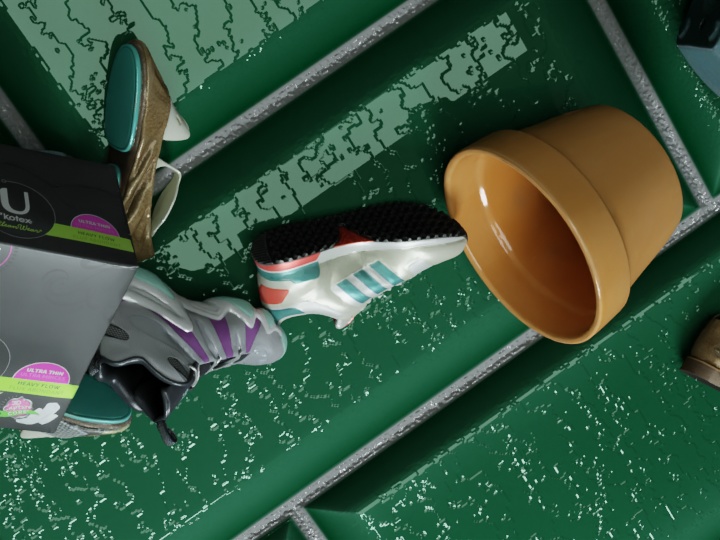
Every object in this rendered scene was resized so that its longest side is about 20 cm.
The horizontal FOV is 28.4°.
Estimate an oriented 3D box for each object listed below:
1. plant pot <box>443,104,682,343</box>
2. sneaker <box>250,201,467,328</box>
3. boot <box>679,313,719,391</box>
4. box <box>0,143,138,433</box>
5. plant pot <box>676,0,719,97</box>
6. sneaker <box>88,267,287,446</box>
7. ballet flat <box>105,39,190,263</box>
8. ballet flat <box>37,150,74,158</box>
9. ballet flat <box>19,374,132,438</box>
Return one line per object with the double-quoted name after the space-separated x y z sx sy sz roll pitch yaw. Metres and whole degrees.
0.191 -0.055 1.268 0.140 0.200 0.201 -34 110 -20 "plant pot"
0.000 0.000 1.298 0.199 0.070 0.094 -10 124 -14 "sneaker"
0.420 0.110 1.427 0.199 0.074 0.076 28 86 -17 "boot"
-0.286 0.014 1.137 0.148 0.125 0.200 10 128 -31 "box"
0.405 -0.218 1.276 0.199 0.196 0.197 20 99 -10 "plant pot"
-0.149 0.087 1.221 0.199 0.140 0.078 18 142 -31 "sneaker"
-0.186 -0.097 1.224 0.072 0.068 0.201 2 105 -35 "ballet flat"
-0.327 -0.049 1.192 0.199 0.074 0.075 -19 108 -9 "ballet flat"
-0.302 0.110 1.249 0.200 0.072 0.072 21 98 -18 "ballet flat"
